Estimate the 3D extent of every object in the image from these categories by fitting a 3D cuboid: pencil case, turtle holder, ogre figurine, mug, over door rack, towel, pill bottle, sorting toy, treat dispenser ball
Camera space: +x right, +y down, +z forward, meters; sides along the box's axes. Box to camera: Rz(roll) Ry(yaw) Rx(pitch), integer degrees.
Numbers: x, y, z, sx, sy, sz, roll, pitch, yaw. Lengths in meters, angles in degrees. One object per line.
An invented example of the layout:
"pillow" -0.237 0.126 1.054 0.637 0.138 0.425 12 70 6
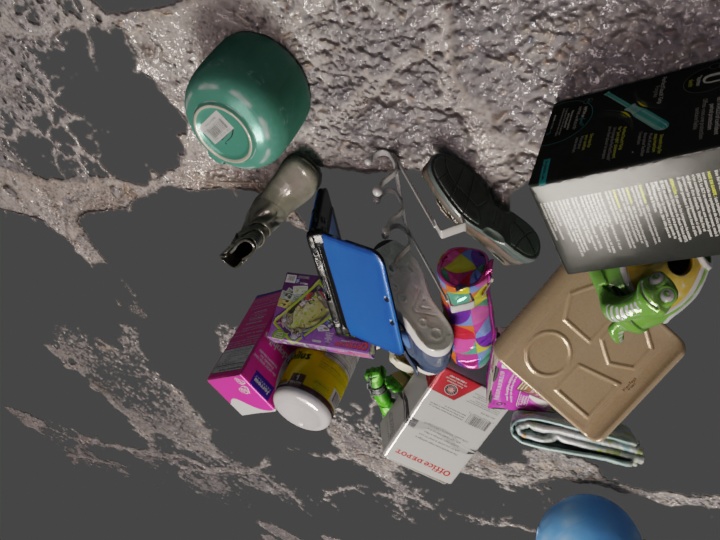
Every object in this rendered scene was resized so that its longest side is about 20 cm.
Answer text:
"pencil case" 0.162 0.058 1.051 0.086 0.089 0.203 10 140 22
"turtle holder" 0.322 -0.008 0.805 0.130 0.144 0.183 -29 159 32
"ogre figurine" 0.110 0.236 1.278 0.194 0.099 0.122 -8 125 -7
"mug" -0.153 -0.201 0.930 0.148 0.116 0.188 15 140 16
"over door rack" 0.068 -0.049 0.926 0.201 0.066 0.150 51 163 43
"towel" 0.337 0.257 1.112 0.195 0.050 0.171 12 180 15
"pill bottle" -0.065 0.164 1.215 0.107 0.202 0.111 16 142 14
"sorting toy" 0.309 0.104 0.960 0.199 0.036 0.186 40 102 1
"treat dispenser ball" 0.427 0.525 1.312 0.196 0.203 0.204 17 141 14

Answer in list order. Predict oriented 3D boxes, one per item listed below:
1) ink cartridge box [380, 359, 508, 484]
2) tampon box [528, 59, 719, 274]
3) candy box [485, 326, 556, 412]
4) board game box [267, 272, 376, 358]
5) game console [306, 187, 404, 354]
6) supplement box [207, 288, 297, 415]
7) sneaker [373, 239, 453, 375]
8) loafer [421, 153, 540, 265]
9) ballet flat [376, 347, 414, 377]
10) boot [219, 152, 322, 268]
"ink cartridge box" 0.140 0.242 1.182 0.142 0.084 0.202 26 113 -15
"tampon box" 0.299 -0.103 0.725 0.196 0.152 0.127 -8 130 38
"candy box" 0.292 0.154 1.049 0.194 0.062 0.138 2 139 4
"board game box" -0.054 0.072 1.173 0.195 0.123 0.032 6 156 27
"game console" 0.000 0.000 1.035 0.115 0.173 0.203 -5 131 11
"supplement box" -0.170 0.144 1.259 0.102 0.202 0.102 -14 128 41
"sneaker" 0.073 0.068 1.085 0.202 0.079 0.147 59 166 21
"loafer" 0.150 -0.070 0.928 0.199 0.073 0.063 38 147 -15
"ballet flat" 0.056 0.120 1.203 0.199 0.065 0.075 39 142 -11
"boot" -0.134 -0.078 1.043 0.067 0.132 0.199 37 142 -13
